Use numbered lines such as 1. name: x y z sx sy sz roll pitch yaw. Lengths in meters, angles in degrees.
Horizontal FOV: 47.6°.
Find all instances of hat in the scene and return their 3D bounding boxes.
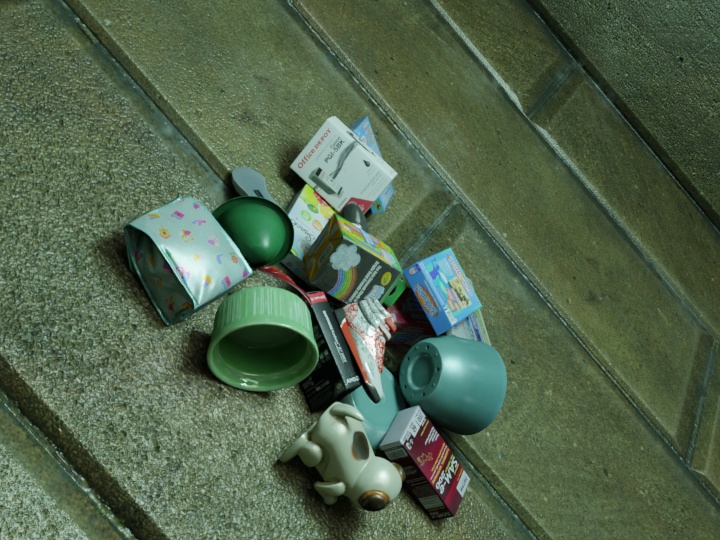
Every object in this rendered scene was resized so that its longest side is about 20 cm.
1. hat: -0.203 -0.027 1.524 0.177 0.197 0.167 -90 165 -56

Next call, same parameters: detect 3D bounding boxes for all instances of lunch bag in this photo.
1. lunch bag: -0.326 -0.028 1.498 0.201 0.121 0.170 57 41 -2

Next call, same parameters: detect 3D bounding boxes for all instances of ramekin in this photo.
1. ramekin: -0.176 0.121 1.473 0.198 0.200 0.099 23 40 -28

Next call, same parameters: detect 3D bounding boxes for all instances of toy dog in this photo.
1. toy dog: -0.011 0.341 1.470 0.200 0.194 0.139 46 28 5

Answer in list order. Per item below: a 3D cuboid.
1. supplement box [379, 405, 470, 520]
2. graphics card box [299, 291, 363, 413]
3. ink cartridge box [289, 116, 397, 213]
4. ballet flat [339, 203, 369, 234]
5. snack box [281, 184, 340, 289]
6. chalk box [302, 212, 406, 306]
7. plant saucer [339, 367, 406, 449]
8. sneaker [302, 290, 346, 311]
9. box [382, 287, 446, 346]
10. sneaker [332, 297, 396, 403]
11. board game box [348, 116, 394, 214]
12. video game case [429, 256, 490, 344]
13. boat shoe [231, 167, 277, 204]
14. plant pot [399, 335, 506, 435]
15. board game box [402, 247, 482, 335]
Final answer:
1. supplement box: 0.131 0.386 1.633 0.201 0.060 0.109 55 39 -14
2. graphics card box: -0.083 0.158 1.579 0.050 0.125 0.202 -6 65 -45
3. ink cartridge box: -0.039 -0.225 1.838 0.200 0.147 0.083 41 17 -1
4. ballet flat: -0.014 -0.040 1.758 0.068 0.067 0.203 -62 149 -75
5. snack box: -0.109 -0.076 1.780 0.142 0.053 0.201 39 42 -13
6. chalk box: 0.000 0.000 1.666 0.199 0.125 0.124 31 16 -24
7. plant saucer: 0.026 0.264 1.671 0.198 0.036 0.202 24 47 -29
8. sneaker: -0.036 0.097 1.686 0.200 0.074 0.085 42 85 -22
9. box: 0.099 0.102 1.805 0.198 0.100 0.097 9 54 -39
10. sneaker: 0.030 0.147 1.576 0.107 0.067 0.203 -21 66 -11
11. board game box: 0.023 -0.254 1.954 0.152 0.036 0.203 -62 135 -65
12. video game case: 0.226 0.083 1.862 0.181 0.022 0.202 27 41 -48
13. boat shoe: -0.221 -0.143 1.715 0.073 0.069 0.200 -10 44 -34
14. plant pot: 0.177 0.228 1.697 0.160 0.200 0.203 21 49 -37
15. board game box: 0.179 0.041 1.748 0.154 0.045 0.199 62 28 4
